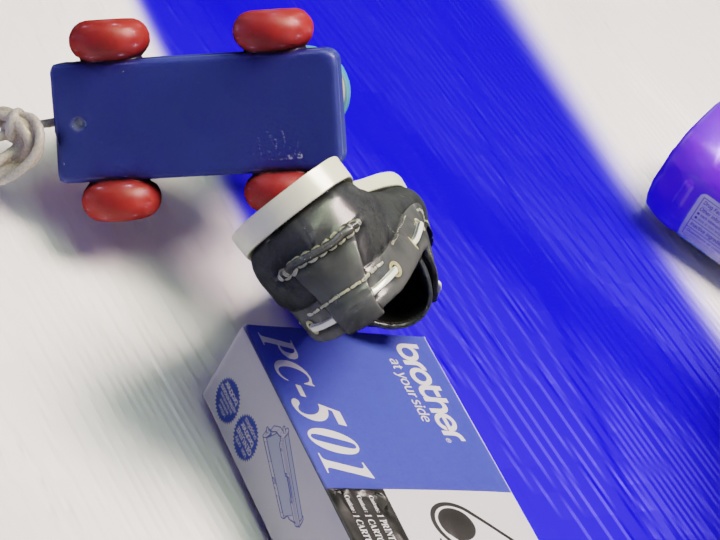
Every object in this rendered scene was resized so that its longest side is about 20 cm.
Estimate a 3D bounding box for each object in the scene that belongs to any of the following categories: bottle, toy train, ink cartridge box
[{"bbox_3d":[0.243,-0.005,1.316,0.200,0.065,0.084,36,35,9],"label":"bottle"},{"bbox_3d":[-0.102,-0.069,1.138,0.199,0.085,0.116,-3,8,7],"label":"toy train"},{"bbox_3d":[0.019,0.108,1.021,0.094,0.044,0.200,5,41,-35],"label":"ink cartridge box"}]

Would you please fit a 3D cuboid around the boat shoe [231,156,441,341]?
[{"bbox_3d":[0.000,0.000,1.089,0.068,0.072,0.200,48,7,7],"label":"boat shoe"}]
